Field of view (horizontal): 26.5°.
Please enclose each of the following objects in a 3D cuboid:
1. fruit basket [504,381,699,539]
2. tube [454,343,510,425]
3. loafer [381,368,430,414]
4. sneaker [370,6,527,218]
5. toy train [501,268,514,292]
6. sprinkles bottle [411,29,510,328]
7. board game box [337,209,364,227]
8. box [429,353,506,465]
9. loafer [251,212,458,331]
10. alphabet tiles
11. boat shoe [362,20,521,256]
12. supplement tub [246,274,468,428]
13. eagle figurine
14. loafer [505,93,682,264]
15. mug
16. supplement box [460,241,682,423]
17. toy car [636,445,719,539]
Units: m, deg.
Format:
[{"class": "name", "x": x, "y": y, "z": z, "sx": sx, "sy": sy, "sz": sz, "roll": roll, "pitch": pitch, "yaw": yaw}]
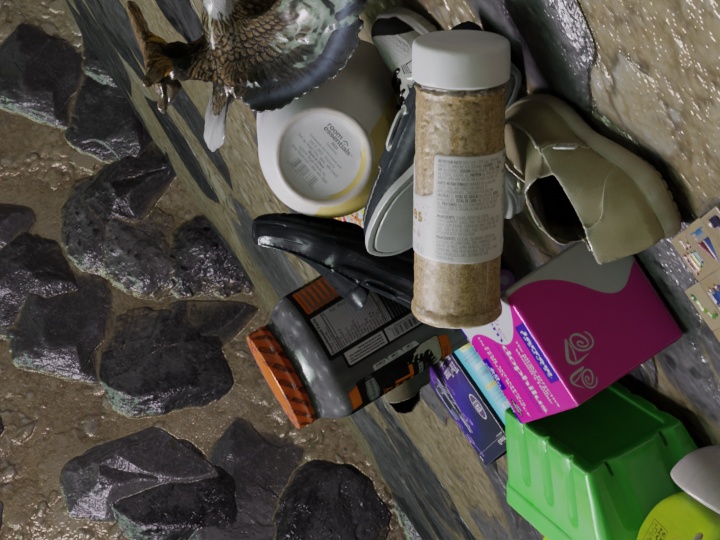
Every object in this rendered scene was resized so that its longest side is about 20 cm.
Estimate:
[{"class": "fruit basket", "x": 0.211, "y": 0.210, "z": 1.282, "sx": 0.217, "sy": 0.154, "sz": 0.216, "roll": 59, "pitch": 167, "yaw": 23}, {"class": "tube", "x": 0.154, "y": 0.118, "z": 1.485, "sx": 0.201, "sy": 0.077, "sz": 0.050, "roll": 52, "pitch": -160, "yaw": 7}, {"class": "loafer", "x": 0.047, "y": 0.091, "z": 1.541, "sx": 0.200, "sy": 0.075, "sz": 0.070, "roll": 87, "pitch": 157, "yaw": -68}, {"class": "sneaker", "x": 0.055, "y": -0.119, "z": 1.225, "sx": 0.201, "sy": 0.087, "sz": 0.076, "roll": 56, "pitch": 172, "yaw": 14}, {"class": "toy train", "x": 0.130, "y": 0.027, "z": 1.404, "sx": 0.201, "sy": 0.055, "sz": 0.151, "roll": 53, "pitch": 170, "yaw": 24}, {"class": "sprinkles bottle", "x": 0.069, "y": -0.063, "z": 1.068, "sx": 0.068, "sy": 0.067, "sz": 0.202, "roll": -141, "pitch": 47, "yaw": -60}, {"class": "board game box", "x": -0.004, "y": -0.037, "z": 1.522, "sx": 0.135, "sy": 0.034, "sz": 0.201, "roll": 51, "pitch": 156, "yaw": 28}, {"class": "box", "x": 0.134, "y": 0.118, "z": 1.610, "sx": 0.142, "sy": 0.079, "sz": 0.200, "roll": 53, "pitch": 170, "yaw": 9}, {"class": "loafer", "x": 0.000, "y": 0.000, "z": 1.293, "sx": 0.198, "sy": 0.071, "sz": 0.068, "roll": 16, "pitch": -171, "yaw": 3}, {"class": "alphabet tiles", "x": 0.267, "y": 0.052, "z": 0.958, "sx": 0.201, "sy": 0.006, "sz": 0.167, "roll": 56, "pitch": 170, "yaw": 7}, {"class": "boat shoe", "x": 0.053, "y": -0.096, "z": 1.158, "sx": 0.201, "sy": 0.075, "sz": 0.061, "roll": -55, "pitch": 50, "yaw": 32}, {"class": "supplement tub", "x": 0.005, "y": 0.051, "z": 1.378, "sx": 0.123, "sy": 0.199, "sz": 0.123, "roll": 58, "pitch": 171, "yaw": 15}, {"class": "eagle figurine", "x": -0.086, "y": -0.200, "z": 1.237, "sx": 0.151, "sy": 0.198, "sz": 0.153, "roll": 61, "pitch": -172, "yaw": -83}, {"class": "loafer", "x": 0.138, "y": -0.063, "z": 1.045, "sx": 0.076, "sy": 0.068, "sz": 0.200, "roll": 62, "pitch": 169, "yaw": -29}, {"class": "mug", "x": -0.007, "y": -0.113, "z": 1.307, "sx": 0.153, "sy": 0.184, "sz": 0.151, "roll": -76, "pitch": -10, "yaw": -73}, {"class": "supplement box", "x": 0.158, "y": 0.046, "z": 1.194, "sx": 0.102, "sy": 0.103, "sz": 0.200, "roll": 57, "pitch": 169, "yaw": 5}, {"class": "toy car", "x": 0.285, "y": 0.240, "z": 1.108, "sx": 0.149, "sy": 0.177, "sz": 0.200, "roll": 20, "pitch": -170, "yaw": -30}]
